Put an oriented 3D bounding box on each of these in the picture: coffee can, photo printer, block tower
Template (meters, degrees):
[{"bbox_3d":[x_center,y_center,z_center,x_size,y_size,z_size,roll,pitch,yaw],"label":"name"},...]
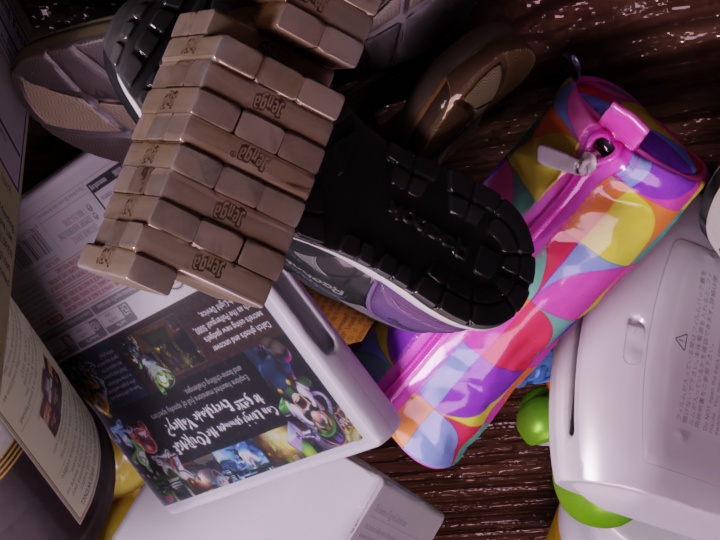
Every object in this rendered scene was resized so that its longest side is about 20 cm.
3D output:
[{"bbox_3d":[-0.219,0.057,0.865,0.146,0.147,0.200,-9,139,14],"label":"coffee can"},{"bbox_3d":[0.180,0.054,0.940,0.199,0.167,0.069,20,165,-33],"label":"photo printer"},{"bbox_3d":[-0.033,-0.082,0.662,0.058,0.201,0.054,25,172,-25],"label":"block tower"}]

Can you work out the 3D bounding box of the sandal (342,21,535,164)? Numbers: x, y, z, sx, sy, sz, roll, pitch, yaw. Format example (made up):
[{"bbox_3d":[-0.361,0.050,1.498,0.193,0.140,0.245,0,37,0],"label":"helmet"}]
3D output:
[{"bbox_3d":[0.013,-0.065,0.819,0.080,0.054,0.200,-38,176,-27],"label":"sandal"}]

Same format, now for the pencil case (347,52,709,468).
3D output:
[{"bbox_3d":[0.070,-0.001,0.852,0.088,0.089,0.200,22,117,-35],"label":"pencil case"}]

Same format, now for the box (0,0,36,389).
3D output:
[{"bbox_3d":[-0.232,-0.034,0.732,0.175,0.201,0.097,-4,150,7],"label":"box"}]

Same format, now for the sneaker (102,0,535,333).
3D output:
[{"bbox_3d":[-0.031,-0.031,0.750,0.200,0.076,0.087,37,154,-21],"label":"sneaker"}]

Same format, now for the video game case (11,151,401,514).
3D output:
[{"bbox_3d":[-0.092,0.026,0.891,0.182,0.023,0.200,54,143,-9],"label":"video game case"}]

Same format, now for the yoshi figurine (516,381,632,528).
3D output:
[{"bbox_3d":[0.193,0.102,1.089,0.199,0.112,0.112,-5,158,13],"label":"yoshi figurine"}]

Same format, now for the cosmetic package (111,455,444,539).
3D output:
[{"bbox_3d":[-0.064,0.187,1.070,0.123,0.200,0.199,30,174,17],"label":"cosmetic package"}]

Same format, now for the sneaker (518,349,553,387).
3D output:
[{"bbox_3d":[0.067,0.048,1.017,0.199,0.079,0.066,8,148,-19],"label":"sneaker"}]

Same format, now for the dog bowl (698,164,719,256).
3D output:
[{"bbox_3d":[0.256,-0.030,0.825,0.199,0.074,0.200,-16,154,-8],"label":"dog bowl"}]

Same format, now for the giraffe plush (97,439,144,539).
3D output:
[{"bbox_3d":[-0.214,0.135,1.115,0.162,0.201,0.172,19,179,40],"label":"giraffe plush"}]

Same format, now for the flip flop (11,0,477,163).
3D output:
[{"bbox_3d":[-0.047,-0.104,0.766,0.199,0.058,0.081,-23,137,8],"label":"flip flop"}]

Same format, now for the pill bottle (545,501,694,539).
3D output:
[{"bbox_3d":[0.178,0.185,1.231,0.109,0.110,0.200,1,151,-2],"label":"pill bottle"}]

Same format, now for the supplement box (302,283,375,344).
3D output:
[{"bbox_3d":[0.000,0.000,0.939,0.199,0.067,0.069,6,150,-13],"label":"supplement box"}]
